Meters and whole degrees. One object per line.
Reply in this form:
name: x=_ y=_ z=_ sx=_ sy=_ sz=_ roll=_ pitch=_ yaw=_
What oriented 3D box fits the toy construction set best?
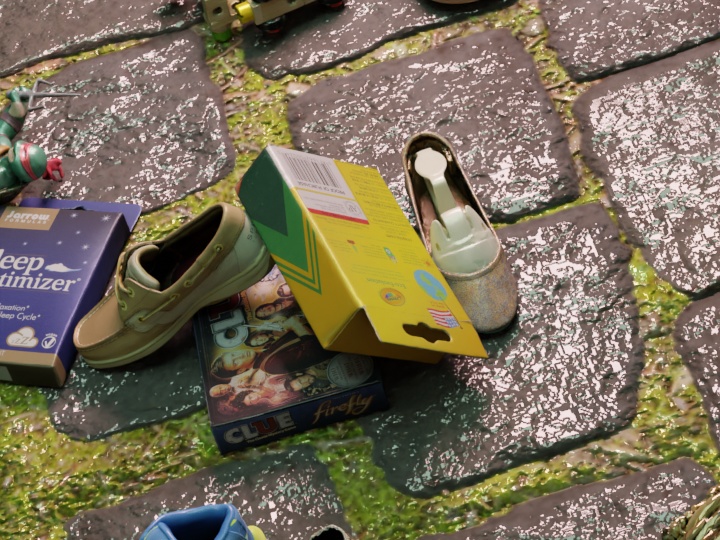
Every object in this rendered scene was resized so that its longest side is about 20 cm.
toy construction set: x=-0.084 y=-0.284 z=1.989 sx=0.200 sy=0.092 sz=0.131 roll=-35 pitch=47 yaw=-2

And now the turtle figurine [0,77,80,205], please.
turtle figurine: x=-0.337 y=-0.096 z=1.871 sx=0.199 sy=0.101 sz=0.150 roll=-13 pitch=8 yaw=23

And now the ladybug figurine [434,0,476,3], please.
ladybug figurine: x=0.107 y=-0.325 z=1.976 sx=0.135 sy=0.072 sz=0.201 roll=6 pitch=50 yaw=22

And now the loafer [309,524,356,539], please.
loafer: x=-0.047 y=0.255 z=1.482 sx=0.075 sy=0.070 sz=0.201 roll=6 pitch=50 yaw=21

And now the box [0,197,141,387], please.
box: x=-0.268 y=0.006 z=1.808 sx=0.120 sy=0.033 sz=0.201 roll=3 pitch=48 yaw=20

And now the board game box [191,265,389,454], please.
board game box: x=-0.062 y=0.042 z=1.710 sx=0.135 sy=0.035 sz=0.201 roll=-16 pitch=46 yaw=2

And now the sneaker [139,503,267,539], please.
sneaker: x=-0.155 y=0.225 z=1.518 sx=0.199 sy=0.105 sz=0.076 roll=-34 pitch=47 yaw=-16

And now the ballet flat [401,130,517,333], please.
ballet flat: x=0.070 y=-0.036 z=1.721 sx=0.068 sy=0.067 sz=0.200 roll=-20 pitch=46 yaw=-4

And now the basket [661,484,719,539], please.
basket: x=0.289 y=0.217 z=1.329 sx=0.142 sy=0.201 sz=0.149 roll=-33 pitch=45 yaw=-17

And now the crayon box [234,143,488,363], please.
crayon box: x=0.000 y=0.000 z=1.653 sx=0.051 sy=0.127 sz=0.200 roll=-49 pitch=52 yaw=26

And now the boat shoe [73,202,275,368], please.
boat shoe: x=-0.156 y=0.006 z=1.706 sx=0.200 sy=0.066 sz=0.074 roll=-33 pitch=42 yaw=22
